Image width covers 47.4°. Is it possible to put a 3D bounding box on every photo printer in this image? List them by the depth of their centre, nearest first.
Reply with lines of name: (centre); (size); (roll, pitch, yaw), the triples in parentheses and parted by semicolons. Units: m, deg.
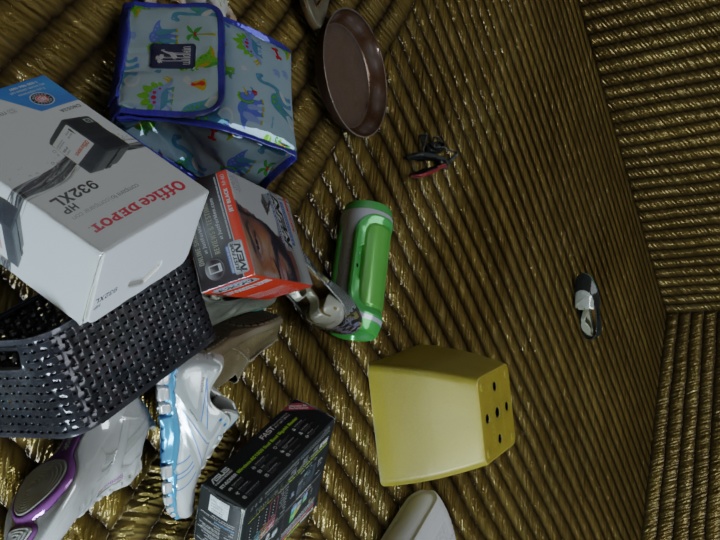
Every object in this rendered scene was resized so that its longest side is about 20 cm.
photo printer: (0.095, 0.470, 1.331); (0.200, 0.069, 0.167); (-43, 121, -54)

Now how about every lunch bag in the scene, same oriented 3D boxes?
lunch bag: (-0.176, -0.197, 0.909); (0.199, 0.127, 0.171); (17, 52, -32)

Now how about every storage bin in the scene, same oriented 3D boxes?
storage bin: (-0.247, 0.063, 0.758); (0.200, 0.134, 0.094); (-38, 117, -54)

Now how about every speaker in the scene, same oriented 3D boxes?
speaker: (0.000, 0.000, 1.231); (0.088, 0.088, 0.201); (35, 57, -52)

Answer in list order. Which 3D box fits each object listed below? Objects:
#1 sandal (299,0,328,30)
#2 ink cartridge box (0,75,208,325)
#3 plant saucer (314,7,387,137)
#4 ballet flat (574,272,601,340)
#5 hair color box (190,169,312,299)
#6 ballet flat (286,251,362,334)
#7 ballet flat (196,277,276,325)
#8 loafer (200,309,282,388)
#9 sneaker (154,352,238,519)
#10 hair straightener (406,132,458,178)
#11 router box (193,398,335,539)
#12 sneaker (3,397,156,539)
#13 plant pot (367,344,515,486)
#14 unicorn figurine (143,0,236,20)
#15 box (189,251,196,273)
sandal: (-0.049, -0.451, 1.247); (0.080, 0.054, 0.201); (53, 43, -41)
ink cartridge box: (-0.256, -0.067, 0.704); (0.145, 0.199, 0.084); (-43, 165, -54)
plant saucer: (-0.018, -0.308, 1.294); (0.200, 0.034, 0.202); (14, 74, -58)
ballet flat: (0.637, 0.108, 2.296); (0.068, 0.068, 0.201); (-40, 119, -44)
hair color box: (-0.119, -0.031, 0.883); (0.200, 0.064, 0.112); (13, 60, -76)
ballet flat: (-0.071, 0.032, 1.097); (0.200, 0.072, 0.072); (48, 45, -25)
ballet flat: (-0.148, 0.019, 0.973); (0.200, 0.067, 0.064); (-26, 142, -64)
loafer: (-0.159, 0.091, 0.967); (0.200, 0.076, 0.068); (-23, 126, -62)
sneaker: (-0.172, 0.175, 0.868); (0.075, 0.086, 0.201); (-125, -145, -62)
hair straightener: (0.139, -0.222, 1.537); (0.200, 0.041, 0.078); (-24, 106, -58)
router box: (-0.113, 0.266, 0.966); (0.200, 0.062, 0.151); (-36, 143, -55)
sneaker: (-0.256, 0.197, 0.783); (0.100, 0.074, 0.201); (60, 39, -34)
plant pot: (0.146, 0.233, 1.349); (0.200, 0.175, 0.202); (-10, 94, -59)
unicorn figurine: (-0.205, -0.343, 0.967); (0.200, 0.073, 0.138); (62, 23, -56)
box: (-0.198, -0.067, 0.954); (0.200, 0.039, 0.138); (-24, 105, -58)
